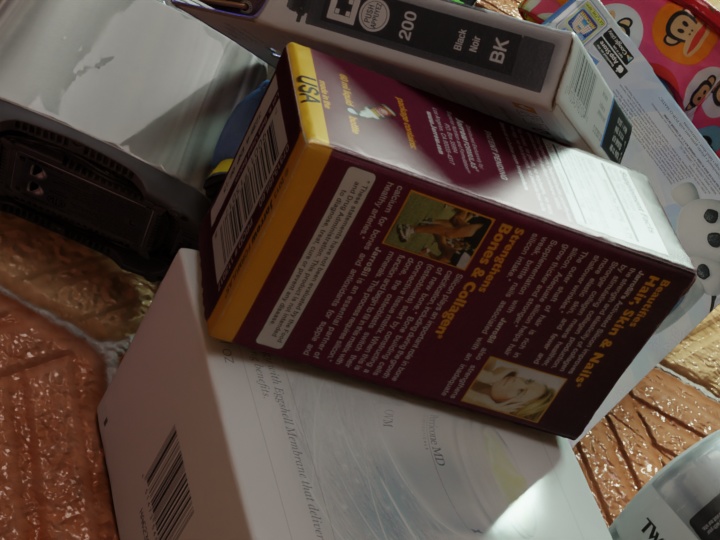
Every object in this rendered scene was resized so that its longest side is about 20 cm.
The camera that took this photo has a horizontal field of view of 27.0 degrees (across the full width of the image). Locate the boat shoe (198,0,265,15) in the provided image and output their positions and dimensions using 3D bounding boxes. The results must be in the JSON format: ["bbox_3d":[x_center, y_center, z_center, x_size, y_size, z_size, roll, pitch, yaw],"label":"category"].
[{"bbox_3d":[-0.087,-0.156,0.877,0.197,0.073,0.072,-1,9,3],"label":"boat shoe"}]

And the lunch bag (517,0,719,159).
[{"bbox_3d":[0.197,-0.144,1.039,0.176,0.082,0.200,35,2,36],"label":"lunch bag"}]

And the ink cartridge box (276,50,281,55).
[{"bbox_3d":[-0.109,-0.199,1.055,0.146,0.083,0.199,41,35,13],"label":"ink cartridge box"}]

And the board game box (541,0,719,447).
[{"bbox_3d":[0.124,-0.029,0.907,0.199,0.043,0.201,-41,96,-16],"label":"board game box"}]

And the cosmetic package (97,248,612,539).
[{"bbox_3d":[-0.002,0.112,0.719,0.198,0.124,0.201,11,39,-30],"label":"cosmetic package"}]

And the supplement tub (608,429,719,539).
[{"bbox_3d":[0.231,0.192,0.801,0.122,0.123,0.200,-11,52,-45],"label":"supplement tub"}]

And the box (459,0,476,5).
[{"bbox_3d":[0.007,-0.313,1.159,0.199,0.124,0.199,33,9,-30],"label":"box"}]

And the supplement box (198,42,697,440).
[{"bbox_3d":[0.037,-0.009,0.692,0.198,0.111,0.086,17,33,-22],"label":"supplement box"}]

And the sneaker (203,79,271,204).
[{"bbox_3d":[0.002,-0.023,0.816,0.200,0.065,0.079,43,56,-31],"label":"sneaker"}]

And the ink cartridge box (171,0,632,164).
[{"bbox_3d":[0.031,-0.105,0.772,0.198,0.044,0.198,18,0,18],"label":"ink cartridge box"}]

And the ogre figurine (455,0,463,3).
[{"bbox_3d":[0.009,-0.193,1.003,0.198,0.099,0.119,22,12,27],"label":"ogre figurine"}]

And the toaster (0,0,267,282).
[{"bbox_3d":[-0.134,-0.086,0.832,0.198,0.114,0.130,23,62,-5],"label":"toaster"}]

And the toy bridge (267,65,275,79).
[{"bbox_3d":[-0.074,-0.132,0.930,0.067,0.201,0.027,41,-3,-9],"label":"toy bridge"}]
